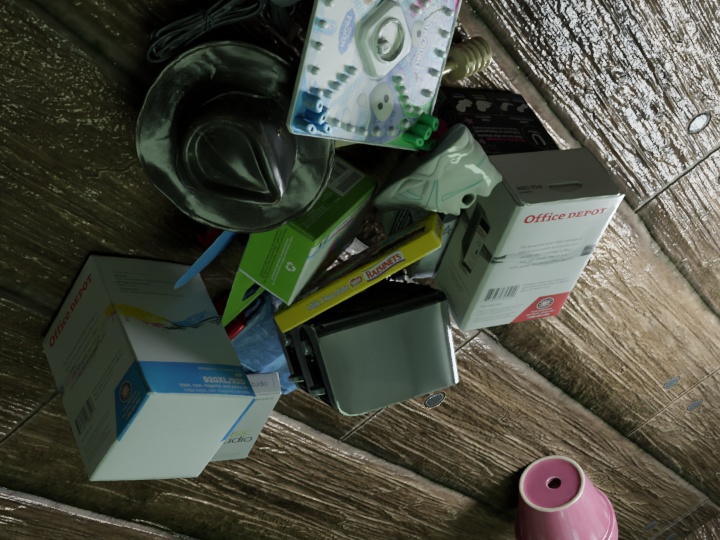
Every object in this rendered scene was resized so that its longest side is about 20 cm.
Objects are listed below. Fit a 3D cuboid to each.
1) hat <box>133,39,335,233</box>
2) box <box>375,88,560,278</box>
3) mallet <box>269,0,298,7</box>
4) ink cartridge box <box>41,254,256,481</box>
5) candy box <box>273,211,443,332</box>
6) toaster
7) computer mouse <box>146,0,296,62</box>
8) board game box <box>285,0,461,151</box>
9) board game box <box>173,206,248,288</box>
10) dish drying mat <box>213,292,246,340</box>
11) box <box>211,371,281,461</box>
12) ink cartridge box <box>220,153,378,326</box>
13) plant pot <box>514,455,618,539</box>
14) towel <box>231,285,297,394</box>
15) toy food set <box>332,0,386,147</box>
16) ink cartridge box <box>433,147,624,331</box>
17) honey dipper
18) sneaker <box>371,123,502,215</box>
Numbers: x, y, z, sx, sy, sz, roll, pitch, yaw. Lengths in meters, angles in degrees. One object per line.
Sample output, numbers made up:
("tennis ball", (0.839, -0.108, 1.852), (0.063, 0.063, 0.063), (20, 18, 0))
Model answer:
("hat", (-0.111, -0.108, 1.035), (0.197, 0.081, 0.203), (-5, 119, -9))
("box", (0.124, -0.098, 1.313), (0.131, 0.115, 0.201), (-3, 136, -33))
("mallet", (-0.119, -0.293, 0.945), (0.041, 0.066, 0.199), (-42, 142, 15))
("ink cartridge box", (-0.238, 0.107, 1.236), (0.143, 0.201, 0.148), (7, 131, -43))
("candy box", (0.000, 0.000, 1.226), (0.198, 0.027, 0.102), (-29, -172, 12))
("toaster", (0.011, 0.083, 1.324), (0.197, 0.180, 0.120), (-15, 100, -19))
("computer mouse", (-0.122, -0.194, 1.090), (0.139, 0.046, 0.201), (-32, 141, -5))
("board game box", (0.028, -0.218, 1.058), (0.199, 0.026, 0.203), (0, 108, -49))
("board game box", (-0.139, -0.065, 1.199), (0.200, 0.039, 0.158), (-44, -178, 22))
("dish drying mat", (-0.220, 0.105, 1.355), (0.199, 0.077, 0.018), (-38, 129, 12))
("box", (-0.198, 0.200, 1.479), (0.142, 0.037, 0.201), (-2, 146, -23))
("ink cartridge box", (-0.072, -0.016, 1.254), (0.148, 0.075, 0.201), (-45, 164, -48))
("plant pot", (0.381, 0.459, 2.130), (0.198, 0.201, 0.180), (-27, 129, -3))
("towel", (-0.110, 0.095, 1.442), (0.111, 0.049, 0.200), (-37, 144, 9))
("toy food set", (-0.020, -0.205, 1.118), (0.143, 0.060, 0.202), (-18, 142, -46))
("ink cartridge box", (0.186, -0.036, 1.260), (0.145, 0.083, 0.201), (-7, 139, -27))
("honey dipper", (0.064, -0.200, 1.153), (0.199, 0.038, 0.038), (-29, 152, -40))
("sneaker", (0.078, -0.089, 1.206), (0.071, 0.080, 0.200), (-54, -166, -24))
